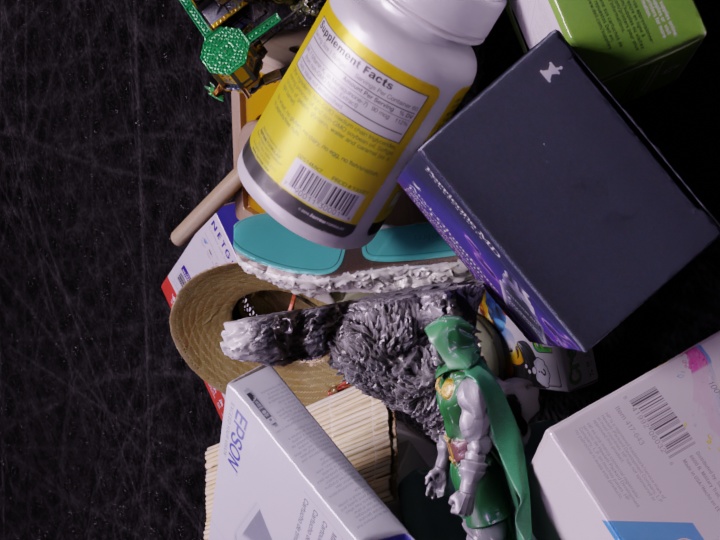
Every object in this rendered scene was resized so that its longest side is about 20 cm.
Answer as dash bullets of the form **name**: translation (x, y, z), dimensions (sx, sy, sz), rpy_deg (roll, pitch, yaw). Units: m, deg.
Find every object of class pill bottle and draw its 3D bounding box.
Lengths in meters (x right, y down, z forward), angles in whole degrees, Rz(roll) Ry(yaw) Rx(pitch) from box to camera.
- **pill bottle**: translation (0.008, -0.124, 0.973), dimensions (0.114, 0.114, 0.201), rpy_deg (50, 119, 32)

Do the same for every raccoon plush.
- **raccoon plush**: translation (0.018, 0.083, 0.936), dimensions (0.198, 0.097, 0.136), rpy_deg (-8, 93, 16)

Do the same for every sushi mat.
- **sushi mat**: translation (-0.049, 0.152, 1.086), dimensions (0.199, 0.012, 0.097), rpy_deg (-26, 55, 35)

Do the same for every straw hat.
- **straw hat**: translation (-0.063, 0.036, 1.274), dimensions (0.202, 0.199, 0.086), rpy_deg (112, 175, -45)

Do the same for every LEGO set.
- **LEGO set**: translation (-0.058, -0.218, 1.093), dimensions (0.154, 0.200, 0.116), rpy_deg (45, 179, 18)

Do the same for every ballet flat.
- **ballet flat**: translation (0.000, 0.000, 1.056), dimensions (0.198, 0.072, 0.073), rpy_deg (3, 112, 17)

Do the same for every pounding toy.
- **pounding toy**: translation (-0.051, -0.089, 1.163), dimensions (0.199, 0.141, 0.186), rpy_deg (31, 129, 47)

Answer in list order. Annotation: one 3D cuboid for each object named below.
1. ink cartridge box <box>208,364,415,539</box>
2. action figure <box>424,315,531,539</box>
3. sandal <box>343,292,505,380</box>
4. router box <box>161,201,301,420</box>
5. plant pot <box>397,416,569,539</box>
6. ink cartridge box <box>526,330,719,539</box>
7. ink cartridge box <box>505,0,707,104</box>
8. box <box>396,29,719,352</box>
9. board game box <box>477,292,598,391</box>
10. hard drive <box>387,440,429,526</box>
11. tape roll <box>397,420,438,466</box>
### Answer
- **ink cartridge box**: translation (-0.030, 0.197, 0.967), dimensions (0.200, 0.040, 0.201), rpy_deg (46, 145, 29)
- **action figure**: translation (0.070, 0.124, 0.841), dimensions (0.118, 0.054, 0.202), rpy_deg (-160, 58, -79)
- **sandal**: translation (0.032, 0.056, 1.119), dimensions (0.200, 0.057, 0.081), rpy_deg (7, 116, 55)
- **router box**: translation (-0.114, 0.058, 1.419), dimensions (0.201, 0.048, 0.180), rpy_deg (63, 147, 15)
- **plant pot**: translation (0.123, 0.221, 1.011), dimensions (0.200, 0.198, 0.198), rpy_deg (-47, 57, 54)
- **ink cartridge box**: translation (0.211, 0.120, 0.823), dimensions (0.129, 0.198, 0.126), rpy_deg (58, 163, 22)
- **ink cartridge box**: translation (0.140, -0.173, 0.905), dimensions (0.200, 0.075, 0.149), rpy_deg (57, -169, -82)
- **box**: translation (0.110, -0.041, 0.863), dimensions (0.148, 0.104, 0.200), rpy_deg (50, 178, 1)
- **board game box**: translation (0.104, -0.014, 1.056), dimensions (0.126, 0.034, 0.202), rpy_deg (-1, 105, 57)
- **hard drive**: translation (0.064, 0.247, 1.089), dimensions (0.026, 0.132, 0.201), rpy_deg (-22, 114, 34)
- **tape roll**: translation (0.000, 0.220, 1.168), dimensions (0.071, 0.200, 0.205), rpy_deg (-154, 51, -77)
